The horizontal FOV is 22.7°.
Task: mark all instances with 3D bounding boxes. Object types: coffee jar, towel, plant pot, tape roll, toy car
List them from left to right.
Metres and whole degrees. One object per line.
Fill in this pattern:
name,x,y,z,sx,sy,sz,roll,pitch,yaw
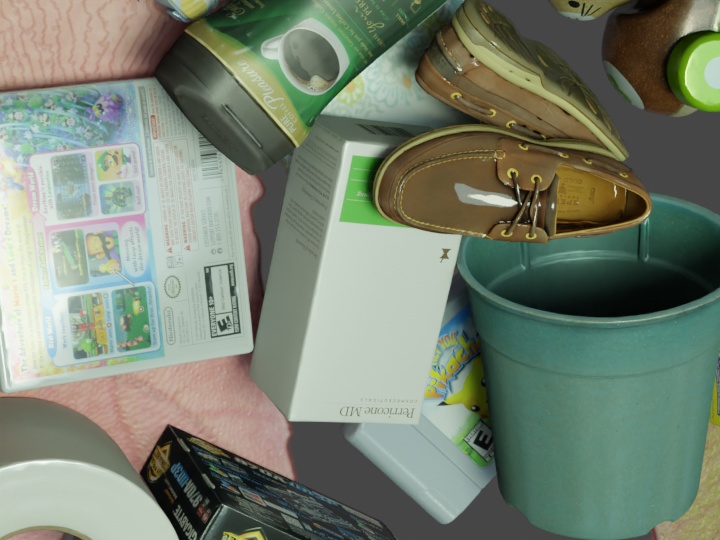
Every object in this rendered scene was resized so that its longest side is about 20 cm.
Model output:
tape roll,-0.231,0.201,1.221,0.202,0.139,0.203,-5,105,-20
coffee jar,-0.036,-0.162,1.184,0.200,0.085,0.104,-44,123,-3
towel,0.011,-0.133,1.280,0.171,0.048,0.200,-26,111,-10
toy car,0.164,-0.201,1.264,0.200,0.164,0.158,10,99,-13
plant pot,0.169,0.071,1.278,0.200,0.200,0.196,-13,120,-17

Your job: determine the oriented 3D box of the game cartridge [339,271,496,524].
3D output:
game cartridge,0.085,0.081,1.366,0.133,0.040,0.200,43,86,-20

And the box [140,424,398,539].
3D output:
box,-0.046,0.191,1.276,0.200,0.159,0.046,28,95,-24

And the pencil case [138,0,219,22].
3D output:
pencil case,-0.086,-0.261,1.189,0.091,0.083,0.200,38,87,-8

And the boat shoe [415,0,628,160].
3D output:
boat shoe,0.113,-0.118,1.254,0.068,0.072,0.200,-41,138,20

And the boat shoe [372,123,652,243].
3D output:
boat shoe,0.105,-0.053,1.185,0.200,0.068,0.072,-1,110,-29

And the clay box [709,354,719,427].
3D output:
clay box,0.263,0.049,1.332,0.048,0.200,0.115,-7,105,-22

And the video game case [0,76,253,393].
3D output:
video game case,-0.170,-0.029,1.228,0.182,0.024,0.200,-9,98,-23

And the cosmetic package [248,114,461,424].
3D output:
cosmetic package,0.000,0.000,1.243,0.108,0.085,0.200,3,107,-26
